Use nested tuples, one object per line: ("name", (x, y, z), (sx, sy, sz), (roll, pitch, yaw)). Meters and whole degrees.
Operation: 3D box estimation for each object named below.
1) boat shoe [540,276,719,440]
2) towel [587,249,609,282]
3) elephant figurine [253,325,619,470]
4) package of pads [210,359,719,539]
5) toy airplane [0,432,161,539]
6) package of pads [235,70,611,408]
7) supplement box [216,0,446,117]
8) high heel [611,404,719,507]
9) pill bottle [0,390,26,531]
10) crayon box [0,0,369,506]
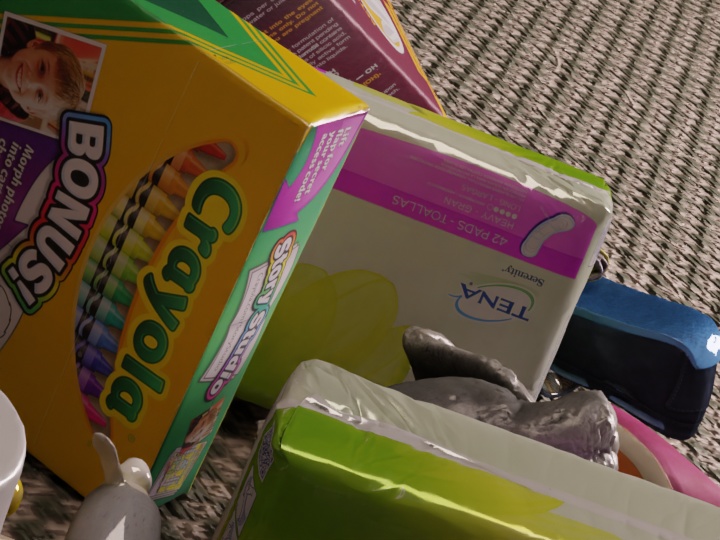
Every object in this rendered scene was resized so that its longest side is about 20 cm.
("boat shoe", (0.100, 0.038, 1.233), (0.084, 0.069, 0.200), (-10, 22, -33))
("towel", (0.038, -0.023, 1.270), (0.142, 0.023, 0.200), (-8, 20, -14))
("elephant figurine", (0.040, 0.098, 1.000), (0.140, 0.156, 0.200), (-20, 7, -3))
("package of pads", (0.037, 0.135, 0.849), (0.199, 0.155, 0.068), (21, 32, -7))
("toy airplane", (-0.166, 0.081, 0.786), (0.199, 0.142, 0.199), (0, 33, -45))
("package of pads", (0.000, 0.000, 1.093), (0.198, 0.156, 0.068), (20, 16, -7))
("supplement box", (-0.044, -0.133, 1.217), (0.200, 0.085, 0.111), (40, 21, -57))
("high heel", (0.180, 0.129, 1.103), (0.095, 0.068, 0.200), (-12, 45, -40))
("pill bottle", (-0.163, 0.117, 0.632), (0.113, 0.201, 0.115), (20, 22, -9))
("crayon box", (-0.112, -0.025, 0.985), (0.172, 0.201, 0.058), (36, 26, 20))
